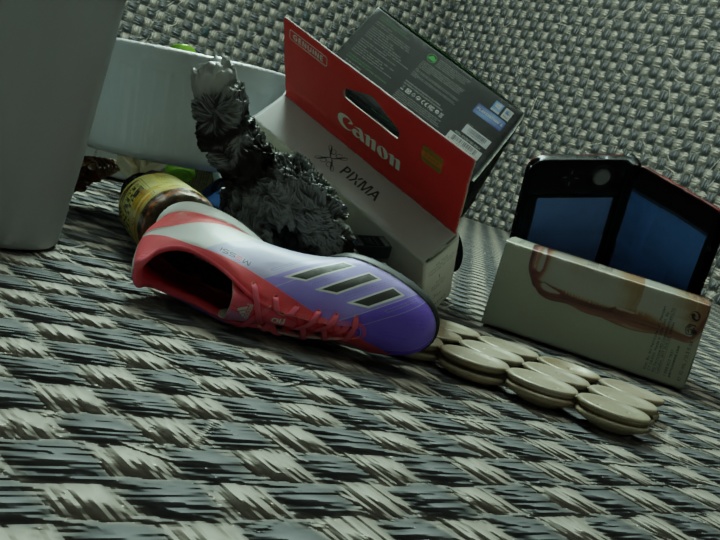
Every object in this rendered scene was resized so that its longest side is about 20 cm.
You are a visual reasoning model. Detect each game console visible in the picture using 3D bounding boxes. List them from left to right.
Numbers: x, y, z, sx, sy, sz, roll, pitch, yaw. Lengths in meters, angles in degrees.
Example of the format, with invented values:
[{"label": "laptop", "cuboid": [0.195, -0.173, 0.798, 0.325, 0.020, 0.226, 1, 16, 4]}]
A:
[{"label": "game console", "cuboid": [0.249, -0.007, 1.028, 0.171, 0.201, 0.119, -1, 37, -11]}]

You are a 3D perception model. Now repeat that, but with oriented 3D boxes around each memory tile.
[{"label": "memory tile", "cuboid": [0.118, 0.074, 0.726, 0.199, 0.017, 0.153, 18, 7, 20]}]

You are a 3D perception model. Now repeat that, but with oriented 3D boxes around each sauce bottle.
[{"label": "sauce bottle", "cuboid": [-0.165, -0.047, 0.820, 0.066, 0.067, 0.200, 14, 5, -23]}]

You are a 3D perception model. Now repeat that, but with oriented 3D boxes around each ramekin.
[{"label": "ramekin", "cuboid": [-0.172, -0.152, 0.923, 0.199, 0.099, 0.201, 12, 8, -2]}]

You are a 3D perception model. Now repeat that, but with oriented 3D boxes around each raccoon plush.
[{"label": "raccoon plush", "cuboid": [-0.053, -0.059, 0.740, 0.096, 0.202, 0.134, -10, 6, 5]}]

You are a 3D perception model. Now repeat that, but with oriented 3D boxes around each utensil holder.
[{"label": "utensil holder", "cuboid": [-0.261, -0.132, 0.684, 0.169, 0.202, 0.170, 16, 8, -2]}]

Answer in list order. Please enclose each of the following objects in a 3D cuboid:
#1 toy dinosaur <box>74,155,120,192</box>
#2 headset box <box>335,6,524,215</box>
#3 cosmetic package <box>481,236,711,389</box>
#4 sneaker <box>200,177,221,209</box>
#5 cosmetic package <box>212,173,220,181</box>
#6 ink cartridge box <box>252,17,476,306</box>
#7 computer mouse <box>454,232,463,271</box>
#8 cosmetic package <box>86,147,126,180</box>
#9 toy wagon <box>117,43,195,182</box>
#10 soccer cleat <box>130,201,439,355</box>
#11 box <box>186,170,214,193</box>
[{"label": "toy dinosaur", "cuboid": [-0.304, -0.099, 0.901, 0.135, 0.102, 0.200, 37, -3, 27]}, {"label": "headset box", "cuboid": [0.044, -0.126, 0.982, 0.174, 0.093, 0.200, 37, -21, 7]}, {"label": "cosmetic package", "cuboid": [0.230, 0.038, 0.977, 0.198, 0.088, 0.103, 18, 8, 12]}, {"label": "sneaker", "cuboid": [-0.129, -0.046, 0.887, 0.078, 0.067, 0.200, -13, 12, -24]}, {"label": "cosmetic package", "cuboid": [-0.068, -0.131, 1.113, 0.198, 0.152, 0.052, -10, -28, -14]}, {"label": "ink cartridge box", "cuboid": [-0.006, -0.075, 0.788, 0.200, 0.045, 0.177, 40, -25, 21]}, {"label": "computer mouse", "cuboid": [0.035, -0.079, 0.930, 0.058, 0.034, 0.201, -5, -55, 56]}, {"label": "cosmetic package", "cuboid": [-0.323, -0.213, 1.326, 0.199, 0.168, 0.167, 12, 8, -41]}, {"label": "toy wagon", "cuboid": [-0.202, -0.169, 1.095, 0.199, 0.157, 0.039, -19, -24, 39]}, {"label": "soccer cleat", "cuboid": [-0.048, 0.018, 0.632, 0.199, 0.069, 0.073, 21, 31, 3]}, {"label": "box", "cuboid": [-0.144, -0.102, 1.183, 0.198, 0.096, 0.078, 19, 6, 4]}]
